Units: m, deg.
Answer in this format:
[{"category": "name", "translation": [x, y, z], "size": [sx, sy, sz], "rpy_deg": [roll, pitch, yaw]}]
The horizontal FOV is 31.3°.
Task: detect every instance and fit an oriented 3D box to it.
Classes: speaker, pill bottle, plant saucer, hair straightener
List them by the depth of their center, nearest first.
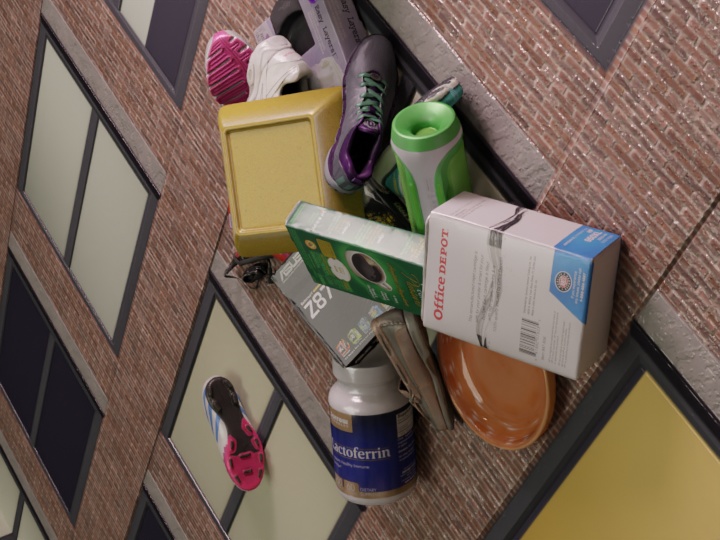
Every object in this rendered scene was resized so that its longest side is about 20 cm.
[{"category": "speaker", "translation": [0.089, -0.092, 1.492], "size": [0.088, 0.088, 0.201], "rpy_deg": [34, 149, 43]}, {"category": "plant saucer", "translation": [0.169, 0.116, 1.558], "size": [0.200, 0.037, 0.202], "rpy_deg": [30, 128, 47]}, {"category": "plant saucer", "translation": [-0.099, -0.120, 1.631], "size": [0.198, 0.048, 0.202], "rpy_deg": [-5, 95, 29]}, {"category": "pill bottle", "translation": [0.015, 0.206, 1.749], "size": [0.115, 0.115, 0.202], "rpy_deg": [19, 119, 50]}, {"category": "hair straightener", "translation": [-0.162, -0.008, 1.975], "size": [0.200, 0.041, 0.078], "rpy_deg": [-29, 81, 56]}]

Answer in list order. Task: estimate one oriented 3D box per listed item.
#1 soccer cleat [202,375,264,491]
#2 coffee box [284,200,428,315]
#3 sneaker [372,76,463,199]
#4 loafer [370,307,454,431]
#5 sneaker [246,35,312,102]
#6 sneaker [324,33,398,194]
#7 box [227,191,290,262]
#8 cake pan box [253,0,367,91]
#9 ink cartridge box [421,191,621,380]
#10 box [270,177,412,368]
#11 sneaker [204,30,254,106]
[{"category": "soccer cleat", "translation": [-0.214, 0.273, 2.167], "size": [0.086, 0.069, 0.202], "rpy_deg": [141, 111, -71]}, {"category": "coffee box", "translation": [0.015, -0.010, 1.536], "size": [0.199, 0.044, 0.123], "rpy_deg": [16, 151, 31]}, {"category": "sneaker", "translation": [0.083, -0.155, 1.546], "size": [0.080, 0.077, 0.200], "rpy_deg": [41, 143, 9]}, {"category": "loafer", "translation": [0.068, 0.126, 1.633], "size": [0.072, 0.062, 0.201], "rpy_deg": [-92, -15, -56]}, {"category": "sneaker", "translation": [-0.110, -0.200, 1.697], "size": [0.099, 0.077, 0.201], "rpy_deg": [42, 137, 33]}, {"category": "sneaker", "translation": [0.015, -0.191, 1.553], "size": [0.087, 0.074, 0.202], "rpy_deg": [176, 107, -71]}, {"category": "box", "translation": [-0.095, -0.081, 1.795], "size": [0.199, 0.095, 0.101], "rpy_deg": [30, 129, 44]}, {"category": "cake pan box", "translation": [-0.054, -0.271, 1.693], "size": [0.184, 0.052, 0.202], "rpy_deg": [-24, 85, 54]}, {"category": "ink cartridge box", "translation": [0.173, 0.012, 1.412], "size": [0.199, 0.084, 0.146], "rpy_deg": [19, 121, 29]}, {"category": "box", "translation": [0.000, 0.000, 1.648], "size": [0.200, 0.049, 0.162], "rpy_deg": [-46, 73, 25]}, {"category": "sneaker", "translation": [-0.163, -0.257, 1.778], "size": [0.201, 0.081, 0.089], "rpy_deg": [67, -178, -47]}]
